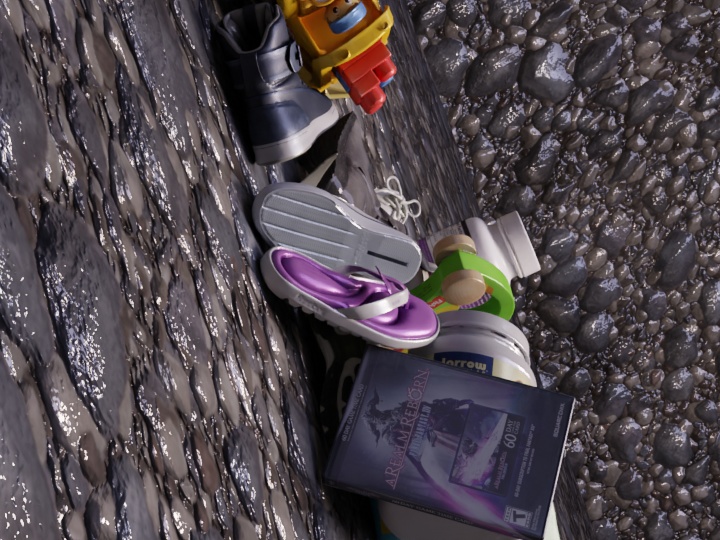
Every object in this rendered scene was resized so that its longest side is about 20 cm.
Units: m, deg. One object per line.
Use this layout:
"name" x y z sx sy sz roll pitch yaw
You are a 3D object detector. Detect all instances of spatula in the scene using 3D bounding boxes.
"spatula" 0.085 -0.005 1.510 0.200 0.020 0.057 27 44 -68

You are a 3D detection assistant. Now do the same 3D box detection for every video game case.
"video game case" 0.080 0.150 1.156 0.019 0.197 0.144 92 15 -55

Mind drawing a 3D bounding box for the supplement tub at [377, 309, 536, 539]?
"supplement tub" 0.097 0.155 1.255 0.146 0.143 0.202 60 31 -46

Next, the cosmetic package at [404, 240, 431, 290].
"cosmetic package" 0.066 0.073 1.586 0.201 0.086 0.104 61 16 -45

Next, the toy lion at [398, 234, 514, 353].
"toy lion" 0.091 0.066 1.471 0.191 0.199 0.069 32 34 -43

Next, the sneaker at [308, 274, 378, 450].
"sneaker" -0.005 0.107 1.254 0.089 0.076 0.202 83 0 -62

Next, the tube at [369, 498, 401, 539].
"tube" 0.028 0.215 1.295 0.077 0.050 0.203 26 50 -55

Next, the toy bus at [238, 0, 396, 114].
"toy bus" -0.026 -0.261 1.359 0.193 0.135 0.200 55 -7 4

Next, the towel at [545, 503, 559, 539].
"towel" 0.127 0.276 1.371 0.198 0.023 0.155 2 72 -33

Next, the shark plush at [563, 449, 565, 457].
"shark plush" 0.154 0.205 1.603 0.091 0.198 0.084 55 49 -25

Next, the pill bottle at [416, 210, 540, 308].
"pill bottle" 0.126 -0.001 1.686 0.111 0.198 0.113 -22 90 -84

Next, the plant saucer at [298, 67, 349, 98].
"plant saucer" -0.074 -0.300 1.601 0.200 0.048 0.203 -39 111 -78

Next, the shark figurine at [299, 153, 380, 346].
"shark figurine" -0.007 -0.019 1.368 0.128 0.088 0.217 -96 165 -78

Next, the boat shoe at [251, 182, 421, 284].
"boat shoe" -0.032 -0.035 1.253 0.199 0.074 0.067 26 4 -37

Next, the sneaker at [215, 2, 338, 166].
"sneaker" -0.083 -0.202 1.320 0.203 0.076 0.148 -69 142 -71

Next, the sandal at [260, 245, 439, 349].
"sandal" 0.002 0.021 1.197 0.201 0.050 0.083 17 37 -33

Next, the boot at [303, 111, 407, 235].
"boot" -0.001 -0.087 1.471 0.132 0.069 0.201 45 29 -21

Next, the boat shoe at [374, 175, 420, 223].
"boat shoe" 0.033 -0.078 1.670 0.202 0.085 0.076 -14 86 -79
